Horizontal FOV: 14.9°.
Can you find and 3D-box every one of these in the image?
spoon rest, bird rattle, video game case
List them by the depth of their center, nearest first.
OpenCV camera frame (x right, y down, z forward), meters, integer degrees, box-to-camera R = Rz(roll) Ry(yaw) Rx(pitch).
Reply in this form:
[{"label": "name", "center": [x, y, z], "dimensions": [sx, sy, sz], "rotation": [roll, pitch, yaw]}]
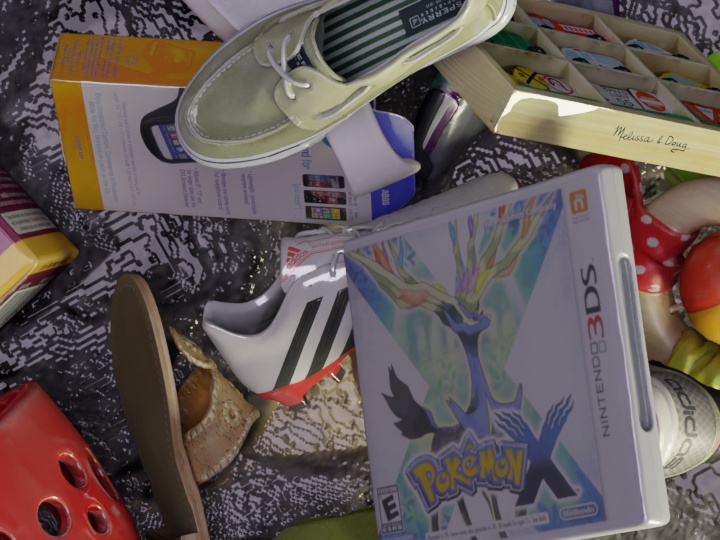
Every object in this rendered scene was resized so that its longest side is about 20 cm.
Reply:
[{"label": "video game case", "center": [0.071, 0.054, 1.436], "dimensions": [0.200, 0.022, 0.182], "rotation": [-16, 78, 48]}, {"label": "spoon rest", "center": [-0.026, -0.134, 1.457], "dimensions": [0.099, 0.061, 0.200], "rotation": [-24, 95, 8]}, {"label": "bird rattle", "center": [0.189, 0.010, 1.533], "dimensions": [0.163, 0.113, 0.200], "rotation": [-21, 82, 34]}]

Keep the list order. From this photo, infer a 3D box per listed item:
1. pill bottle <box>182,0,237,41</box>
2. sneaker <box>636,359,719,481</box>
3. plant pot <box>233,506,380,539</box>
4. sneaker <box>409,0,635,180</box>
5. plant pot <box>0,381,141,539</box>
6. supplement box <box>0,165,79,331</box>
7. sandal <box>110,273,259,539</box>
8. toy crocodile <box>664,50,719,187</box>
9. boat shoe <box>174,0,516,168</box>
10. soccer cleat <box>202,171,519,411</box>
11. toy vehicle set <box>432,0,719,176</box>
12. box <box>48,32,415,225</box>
[{"label": "pill bottle", "center": [-0.029, -0.228, 1.538], "dimensions": [0.200, 0.120, 0.120], "rotation": [-41, 89, 7]}, {"label": "sneaker", "center": [0.123, 0.085, 1.475], "dimensions": [0.087, 0.200, 0.074], "rotation": [4, 84, -32]}, {"label": "plant pot", "center": [-0.006, 0.235, 1.542], "dimensions": [0.200, 0.200, 0.190], "rotation": [-14, 80, 6]}, {"label": "sneaker", "center": [0.103, -0.126, 1.558], "dimensions": [0.088, 0.074, 0.200], "rotation": [31, 95, -2]}, {"label": "plant pot", "center": [-0.204, 0.189, 1.544], "dimensions": [0.200, 0.200, 0.183], "rotation": [-40, 98, 6]}, {"label": "supplement box", "center": [-0.271, -0.046, 1.566], "dimensions": [0.103, 0.131, 0.200], "rotation": [-43, 88, 6]}, {"label": "sandal", "center": [-0.091, 0.098, 1.601], "dimensions": [0.070, 0.078, 0.212], "rotation": [-13, 100, -25]}, {"label": "toy crocodile", "center": [0.245, -0.118, 1.553], "dimensions": [0.200, 0.062, 0.068], "rotation": [-55, 48, 8]}, {"label": "boat shoe", "center": [-0.017, -0.112, 1.393], "dimensions": [0.200, 0.062, 0.072], "rotation": [-28, 82, 22]}, {"label": "soccer cleat", "center": [0.000, 0.000, 1.555], "dimensions": [0.200, 0.069, 0.085], "rotation": [-36, 118, 20]}, {"label": "toy vehicle set", "center": [0.124, -0.102, 1.472], "dimensions": [0.200, 0.124, 0.027], "rotation": [8, 120, -37]}, {"label": "box", "center": [-0.068, -0.078, 1.554], "dimensions": [0.200, 0.119, 0.041], "rotation": [2, 54, 3]}]
